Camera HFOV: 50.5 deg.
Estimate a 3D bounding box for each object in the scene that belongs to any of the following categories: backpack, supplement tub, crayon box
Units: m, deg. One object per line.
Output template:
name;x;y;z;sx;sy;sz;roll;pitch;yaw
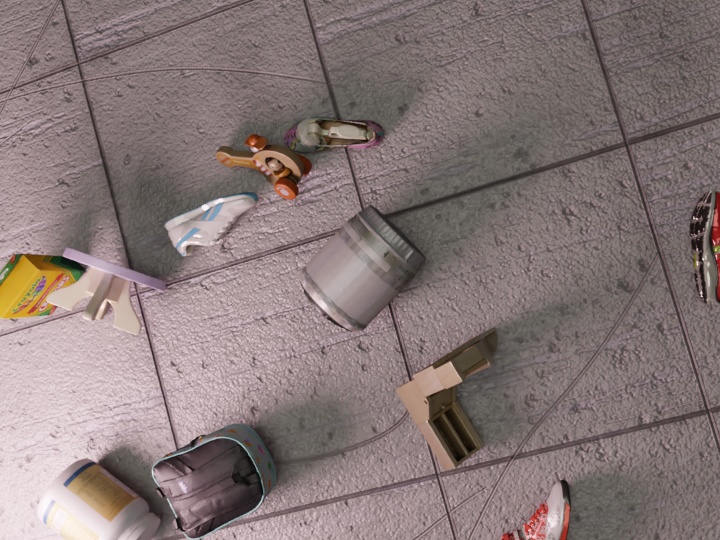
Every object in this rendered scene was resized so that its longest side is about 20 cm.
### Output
backpack;-0.261;0.389;1.448;0.200;0.153;0.176;-28;86;19
supplement tub;-0.511;0.481;1.500;0.200;0.145;0.145;34;95;10
crayon box;-0.646;0.031;1.505;0.051;0.200;0.127;41;97;9

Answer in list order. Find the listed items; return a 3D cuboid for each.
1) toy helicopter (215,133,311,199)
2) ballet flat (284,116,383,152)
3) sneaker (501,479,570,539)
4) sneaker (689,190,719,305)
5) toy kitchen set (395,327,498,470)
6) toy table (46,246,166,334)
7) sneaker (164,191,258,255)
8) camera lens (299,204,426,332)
toy helicopter;-0.200;-0.216;1.468;0.200;0.132;0.079;12;62;28
ballet flat;-0.056;-0.263;1.460;0.200;0.071;0.069;2;90;11
sneaker;0.313;0.472;1.378;0.108;0.067;0.202;8;93;9
sneaker;0.627;-0.041;1.328;0.085;0.077;0.200;-5;99;6
toy kitchen set;0.208;0.223;1.363;0.163;0.200;0.181;-27;82;-32
toy table;-0.499;0.042;1.496;0.200;0.184;0.117;20;84;1
sneaker;-0.284;-0.096;1.506;0.200;0.077;0.081;-23;93;16
camera lens;0.000;0.000;1.400;0.160;0.160;0.200;45;97;9
